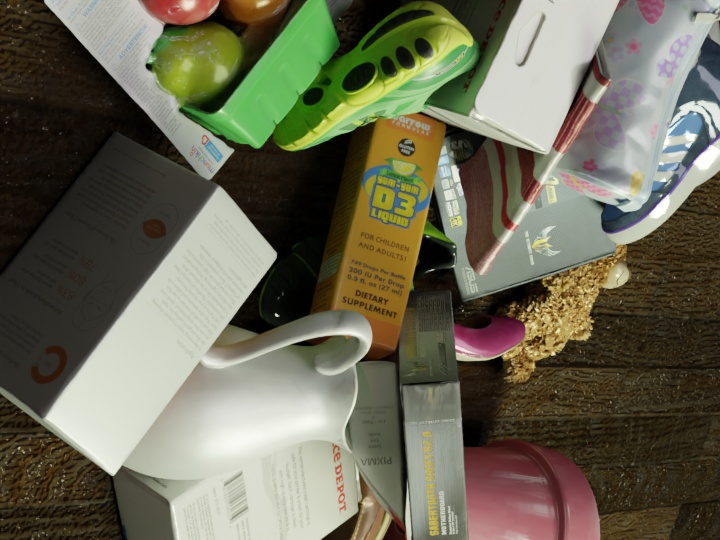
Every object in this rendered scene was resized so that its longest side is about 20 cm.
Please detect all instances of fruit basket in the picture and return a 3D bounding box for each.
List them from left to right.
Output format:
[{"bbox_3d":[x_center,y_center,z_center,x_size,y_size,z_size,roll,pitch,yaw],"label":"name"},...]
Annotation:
[{"bbox_3d":[-0.113,-0.195,1.193,0.186,0.093,0.200,-53,125,-13],"label":"fruit basket"}]

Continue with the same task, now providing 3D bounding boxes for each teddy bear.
[{"bbox_3d":[0.209,0.032,1.687,0.199,0.066,0.146,-33,135,-32],"label":"teddy bear"}]

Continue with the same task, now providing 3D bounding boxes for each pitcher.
[{"bbox_3d":[-0.095,0.083,1.266,0.198,0.122,0.172,-2,145,-14],"label":"pitcher"}]

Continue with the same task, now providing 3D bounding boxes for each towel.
[{"bbox_3d":[0.136,-0.111,1.341,0.023,0.145,0.201,21,123,-16],"label":"towel"}]

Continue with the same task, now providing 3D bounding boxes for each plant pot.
[{"bbox_3d":[0.103,0.252,1.608,0.178,0.200,0.202,21,95,-36],"label":"plant pot"}]

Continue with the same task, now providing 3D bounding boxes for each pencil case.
[{"bbox_3d":[0.220,-0.150,1.324,0.083,0.090,0.202,35,78,-77],"label":"pencil case"}]

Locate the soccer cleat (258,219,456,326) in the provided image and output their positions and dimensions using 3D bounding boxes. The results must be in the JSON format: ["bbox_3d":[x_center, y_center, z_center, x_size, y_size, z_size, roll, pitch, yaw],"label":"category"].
[{"bbox_3d":[0.000,0.000,1.417,0.199,0.081,0.068,-25,128,-38],"label":"soccer cleat"}]

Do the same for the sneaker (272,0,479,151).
[{"bbox_3d":[0.008,-0.135,1.266,0.083,0.199,0.075,20,60,-43],"label":"sneaker"}]

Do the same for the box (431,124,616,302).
[{"bbox_3d":[0.142,-0.078,1.501,0.156,0.051,0.201,-17,132,-2],"label":"box"}]

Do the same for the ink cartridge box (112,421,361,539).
[{"bbox_3d":[-0.101,0.183,1.402,0.199,0.084,0.147,-32,131,-35],"label":"ink cartridge box"}]

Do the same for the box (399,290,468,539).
[{"bbox_3d":[0.060,0.126,1.369,0.200,0.048,0.160,-87,172,-70],"label":"box"}]

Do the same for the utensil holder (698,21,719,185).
[{"bbox_3d":[0.253,-0.195,1.530,0.170,0.169,0.201,-43,135,-24],"label":"utensil holder"}]

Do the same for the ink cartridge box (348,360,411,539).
[{"bbox_3d":[0.019,0.188,1.406,0.161,0.049,0.202,74,15,-77],"label":"ink cartridge box"}]

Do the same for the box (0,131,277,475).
[{"bbox_3d":[-0.177,0.022,1.191,0.201,0.124,0.098,-53,141,-12],"label":"box"}]

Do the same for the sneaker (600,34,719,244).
[{"bbox_3d":[0.236,-0.129,1.436,0.146,0.081,0.200,33,124,-15],"label":"sneaker"}]

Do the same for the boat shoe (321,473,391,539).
[{"bbox_3d":[-0.004,0.184,1.531,0.067,0.072,0.202,25,83,-43],"label":"boat shoe"}]

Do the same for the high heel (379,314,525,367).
[{"bbox_3d":[0.076,0.039,1.539,0.198,0.067,0.097,-10,96,-34],"label":"high heel"}]

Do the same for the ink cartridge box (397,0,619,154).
[{"bbox_3d":[0.102,-0.185,1.323,0.082,0.200,0.148,24,93,-27],"label":"ink cartridge box"}]

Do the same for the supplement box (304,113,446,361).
[{"bbox_3d":[0.012,-0.033,1.361,0.066,0.069,0.202,16,73,-15],"label":"supplement box"}]
